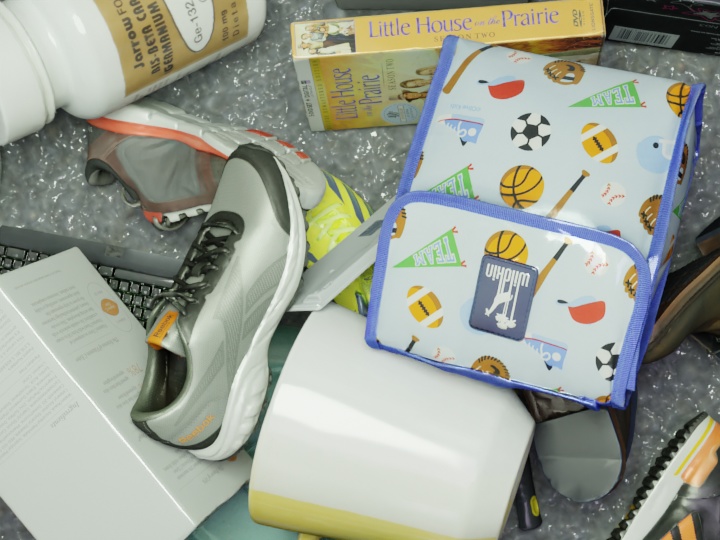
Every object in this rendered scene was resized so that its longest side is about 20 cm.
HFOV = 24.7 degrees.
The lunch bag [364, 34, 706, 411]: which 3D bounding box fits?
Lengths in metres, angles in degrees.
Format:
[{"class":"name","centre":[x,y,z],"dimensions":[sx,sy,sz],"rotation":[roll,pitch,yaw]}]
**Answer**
[{"class":"lunch bag","centre":[0.107,-0.026,0.999],"dimensions":[0.170,0.124,0.200],"rotation":[14,73,16]}]

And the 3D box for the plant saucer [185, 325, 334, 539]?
[{"class":"plant saucer","centre":[-0.063,0.138,1.151],"dimensions":[0.200,0.036,0.200],"rotation":[0,87,2]}]

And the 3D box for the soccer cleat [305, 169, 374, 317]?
[{"class":"soccer cleat","centre":[0.001,0.000,1.131],"dimensions":[0.065,0.084,0.200],"rotation":[-39,86,0]}]

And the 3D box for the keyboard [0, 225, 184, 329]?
[{"class":"keyboard","centre":[-0.185,0.045,1.151],"dimensions":[0.200,0.021,0.127],"rotation":[10,87,15]}]

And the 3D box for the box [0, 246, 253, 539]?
[{"class":"box","centre":[-0.179,0.098,1.072],"dimensions":[0.097,0.124,0.200],"rotation":[-41,87,18]}]

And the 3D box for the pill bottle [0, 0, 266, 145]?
[{"class":"pill bottle","centre":[-0.172,-0.166,1.098],"dimensions":[0.200,0.114,0.114],"rotation":[-31,86,-24]}]

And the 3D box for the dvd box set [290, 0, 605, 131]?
[{"class":"dvd box set","centre":[0.058,-0.136,1.104],"dimensions":[0.200,0.146,0.029],"rotation":[-4,76,1]}]

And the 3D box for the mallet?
[{"class":"mallet","centre":[0.107,0.078,1.149],"dimensions":[0.041,0.066,0.200],"rotation":[-6,104,37]}]

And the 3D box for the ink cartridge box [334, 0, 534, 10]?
[{"class":"ink cartridge box","centre":[0.050,-0.284,1.112],"dimensions":[0.145,0.145,0.200],"rotation":[1,87,3]}]

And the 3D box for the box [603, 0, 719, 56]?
[{"class":"box","centre":[0.263,-0.212,1.108],"dimensions":[0.200,0.132,0.115],"rotation":[9,84,2]}]

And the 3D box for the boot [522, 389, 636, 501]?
[{"class":"boot","centre":[0.143,0.056,1.120],"dimensions":[0.075,0.097,0.200],"rotation":[-9,81,17]}]

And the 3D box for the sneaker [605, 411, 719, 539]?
[{"class":"sneaker","centre":[0.213,0.200,1.119],"dimensions":[0.090,0.070,0.200],"rotation":[32,87,7]}]

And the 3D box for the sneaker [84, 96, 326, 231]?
[{"class":"sneaker","centre":[-0.110,-0.062,1.133],"dimensions":[0.200,0.077,0.082],"rotation":[22,104,32]}]

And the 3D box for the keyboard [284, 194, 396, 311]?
[{"class":"keyboard","centre":[0.015,-0.028,1.095],"dimensions":[0.200,0.056,0.011],"rotation":[-41,109,-37]}]

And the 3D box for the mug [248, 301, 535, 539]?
[{"class":"mug","centre":[0.025,0.124,1.058],"dimensions":[0.153,0.187,0.150],"rotation":[17,50,9]}]

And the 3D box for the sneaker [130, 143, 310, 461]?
[{"class":"sneaker","centre":[-0.089,0.017,1.025],"dimensions":[0.079,0.074,0.200],"rotation":[17,84,-41]}]

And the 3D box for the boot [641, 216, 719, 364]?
[{"class":"boot","centre":[0.246,0.030,1.088],"dimensions":[0.200,0.075,0.097],"rotation":[-38,96,-40]}]
